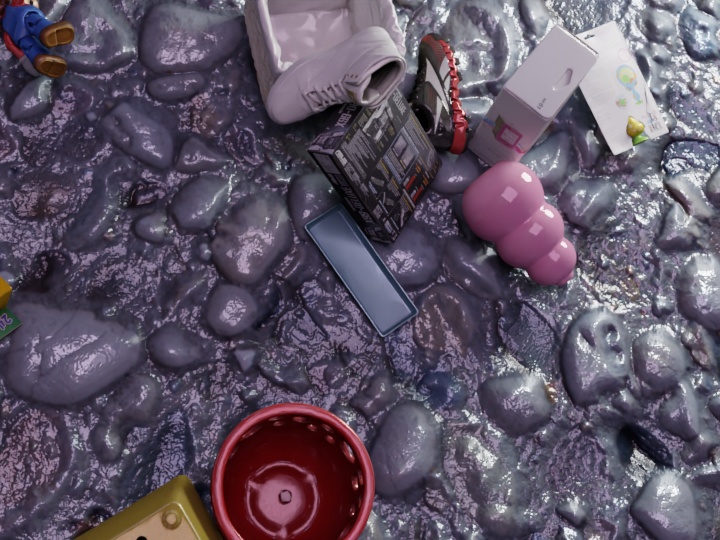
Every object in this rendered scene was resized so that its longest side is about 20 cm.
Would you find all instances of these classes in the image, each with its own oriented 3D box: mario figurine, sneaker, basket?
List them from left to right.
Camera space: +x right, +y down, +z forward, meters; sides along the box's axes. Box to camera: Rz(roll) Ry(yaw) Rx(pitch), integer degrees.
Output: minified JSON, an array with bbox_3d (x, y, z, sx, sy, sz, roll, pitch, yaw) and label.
[{"bbox_3d":[-0.469,-0.362,1.527,0.124,0.106,0.200,-46,62,-2],"label":"mario figurine"},{"bbox_3d":[-0.060,-0.353,1.575,0.197,0.161,0.201,-11,74,-14],"label":"basket"},{"bbox_3d":[-0.033,-0.247,1.432,0.199,0.074,0.116,-33,36,4],"label":"sneaker"},{"bbox_3d":[0.106,-0.272,1.629,0.097,0.071,0.202,-5,75,-15],"label":"sneaker"}]

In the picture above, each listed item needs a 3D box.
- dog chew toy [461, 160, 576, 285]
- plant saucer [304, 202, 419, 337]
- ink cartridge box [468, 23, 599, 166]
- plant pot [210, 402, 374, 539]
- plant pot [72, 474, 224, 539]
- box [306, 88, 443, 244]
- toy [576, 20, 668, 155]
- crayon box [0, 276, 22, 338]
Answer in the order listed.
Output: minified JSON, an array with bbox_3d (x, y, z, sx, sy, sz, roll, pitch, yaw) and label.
[{"bbox_3d":[0.241,-0.062,1.566,0.124,0.125,0.200,-41,91,-20],"label":"dog chew toy"},{"bbox_3d":[0.000,0.000,1.548,0.070,0.019,0.201,-32,82,-19],"label":"plant saucer"},{"bbox_3d":[0.253,-0.249,1.581,0.084,0.200,0.145,39,69,3],"label":"ink cartridge box"},{"bbox_3d":[-0.094,0.282,1.350,0.199,0.183,0.202,3,72,-11],"label":"plant pot"},{"bbox_3d":[-0.243,0.365,1.285,0.195,0.200,0.195,-29,80,-19],"label":"plant pot"},{"bbox_3d":[0.026,-0.162,1.522,0.050,0.200,0.158,13,62,41],"label":"box"},{"bbox_3d":[0.397,-0.286,1.705,0.115,0.047,0.201,-23,81,-21],"label":"toy"},{"bbox_3d":[-0.551,0.021,1.393,0.200,0.052,0.126,43,47,4],"label":"crayon box"}]
